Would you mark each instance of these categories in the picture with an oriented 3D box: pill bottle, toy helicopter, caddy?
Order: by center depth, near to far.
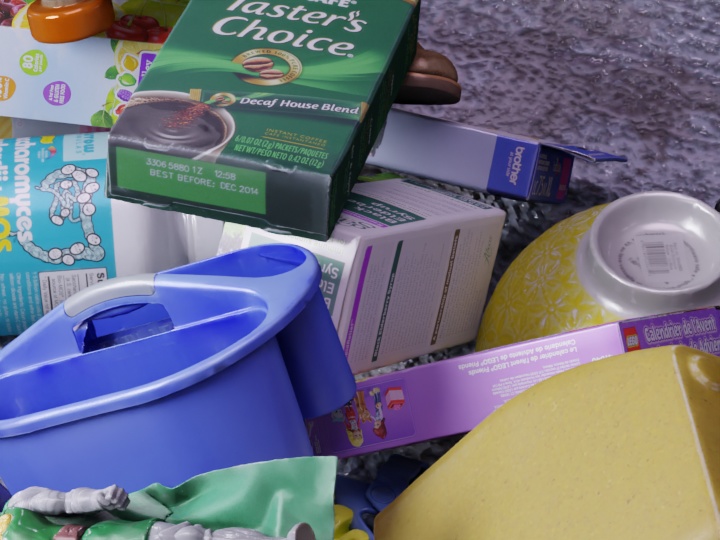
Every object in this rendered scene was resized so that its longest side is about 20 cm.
[{"bbox_3d":[-0.100,0.050,1.289,0.199,0.105,0.142,-15,23,27],"label":"caddy"},{"bbox_3d":[-0.091,-0.190,1.448,0.198,0.079,0.132,-7,22,11],"label":"toy helicopter"},{"bbox_3d":[-0.175,-0.021,1.502,0.198,0.111,0.111,-5,45,-4],"label":"pill bottle"}]

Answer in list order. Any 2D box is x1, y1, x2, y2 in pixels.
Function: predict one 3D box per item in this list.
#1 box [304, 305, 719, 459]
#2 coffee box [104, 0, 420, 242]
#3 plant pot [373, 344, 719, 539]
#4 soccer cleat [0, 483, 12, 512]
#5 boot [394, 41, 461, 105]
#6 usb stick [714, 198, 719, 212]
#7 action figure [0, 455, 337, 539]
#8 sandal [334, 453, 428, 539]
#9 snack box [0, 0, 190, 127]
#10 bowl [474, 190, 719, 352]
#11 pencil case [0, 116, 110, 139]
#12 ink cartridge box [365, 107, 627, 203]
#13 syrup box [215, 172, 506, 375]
[{"bbox_3d":[0.077,0.058,1.349,0.199,0.039,0.137,-14,-4,31],"label":"box"},{"bbox_3d":[-0.047,-0.095,1.390,0.122,0.044,0.200,12,36,11],"label":"coffee box"},{"bbox_3d":[0.145,0.148,1.217,0.193,0.200,0.196,18,38,-25],"label":"plant pot"},{"bbox_3d":[-0.251,0.118,1.335,0.083,0.065,0.200,16,9,29],"label":"soccer cleat"},{"bbox_3d":[0.002,-0.137,1.551,0.073,0.076,0.200,14,4,-27],"label":"boot"},{"bbox_3d":[0.280,0.013,1.520,0.055,0.033,0.200,-22,48,-31],"label":"usb stick"},{"bbox_3d":[-0.110,0.135,1.210,0.199,0.055,0.119,2,74,28],"label":"action figure"},{"bbox_3d":[0.031,0.157,1.348,0.087,0.080,0.200,-20,49,-24],"label":"sandal"},{"bbox_3d":[-0.181,-0.157,1.535,0.198,0.068,0.169,7,36,-7],"label":"snack box"},{"bbox_3d":[0.162,0.022,1.458,0.198,0.108,0.201,0,44,0],"label":"bowl"},{"bbox_3d":[-0.218,-0.093,1.596,0.199,0.091,0.084,-18,86,-16],"label":"pencil case"},{"bbox_3d":[0.049,-0.071,1.556,0.198,0.042,0.119,11,4,14],"label":"ink cartridge box"},{"bbox_3d":[0.000,0.000,1.430,0.078,0.082,0.200,18,11,23],"label":"syrup box"}]
